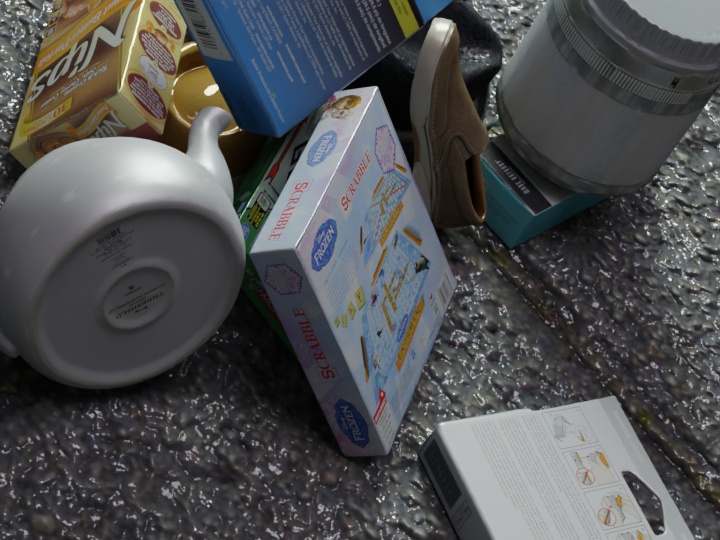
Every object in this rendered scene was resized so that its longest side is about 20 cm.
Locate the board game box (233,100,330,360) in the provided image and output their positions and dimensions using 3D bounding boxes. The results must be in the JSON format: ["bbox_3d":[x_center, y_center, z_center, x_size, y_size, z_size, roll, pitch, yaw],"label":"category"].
[{"bbox_3d":[-0.038,-0.037,1.626,0.135,0.029,0.200,52,39,-23],"label":"board game box"}]

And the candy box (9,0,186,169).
[{"bbox_3d":[-0.198,-0.166,1.617,0.055,0.115,0.201,45,35,-32],"label":"candy box"}]

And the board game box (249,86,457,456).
[{"bbox_3d":[0.000,0.000,1.560,0.041,0.200,0.200,-5,37,26],"label":"board game box"}]

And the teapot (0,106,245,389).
[{"bbox_3d":[-0.190,-0.021,1.480,0.199,0.198,0.146,7,32,-40],"label":"teapot"}]

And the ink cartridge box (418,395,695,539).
[{"bbox_3d":[0.160,0.195,1.567,0.173,0.044,0.201,-6,55,-33],"label":"ink cartridge box"}]

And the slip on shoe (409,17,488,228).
[{"bbox_3d":[0.075,-0.115,1.674,0.060,0.201,0.076,12,39,12],"label":"slip on shoe"}]

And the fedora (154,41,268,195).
[{"bbox_3d":[-0.124,-0.126,1.661,0.200,0.082,0.201,16,47,-17],"label":"fedora"}]

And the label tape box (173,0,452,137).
[{"bbox_3d":[-0.037,-0.218,1.594,0.200,0.066,0.144,-40,120,-24],"label":"label tape box"}]

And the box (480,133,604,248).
[{"bbox_3d":[0.178,-0.093,1.820,0.200,0.049,0.082,-26,68,-41],"label":"box"}]

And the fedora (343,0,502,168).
[{"bbox_3d":[0.048,-0.182,1.752,0.200,0.091,0.202,8,75,-32],"label":"fedora"}]

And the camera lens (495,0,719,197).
[{"bbox_3d":[0.216,-0.173,1.731,0.159,0.200,0.160,15,46,-16],"label":"camera lens"}]
